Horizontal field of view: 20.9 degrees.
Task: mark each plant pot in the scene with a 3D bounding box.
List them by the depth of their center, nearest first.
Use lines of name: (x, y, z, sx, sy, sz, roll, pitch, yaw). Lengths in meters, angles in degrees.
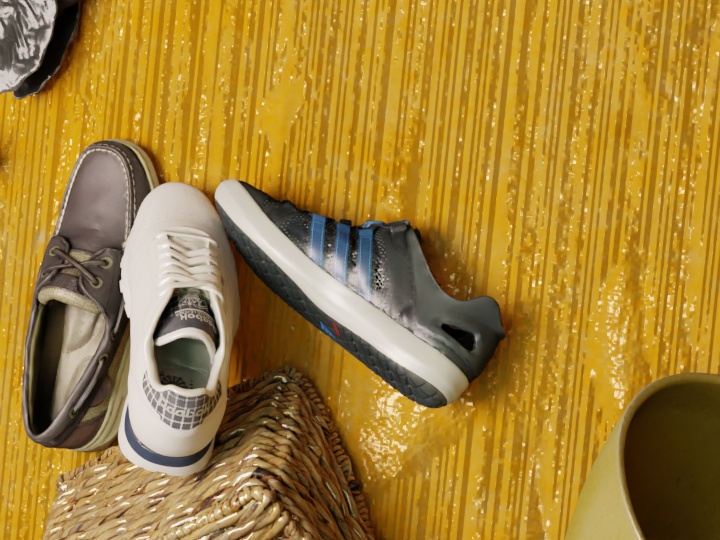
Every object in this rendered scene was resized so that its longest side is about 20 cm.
plant pot: (0.182, 0.177, 1.039, 0.200, 0.200, 0.142, 49, 130, 15)

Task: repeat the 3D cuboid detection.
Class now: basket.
basket: (-0.089, 0.178, 1.195, 0.199, 0.149, 0.143, -28, 112, 18)

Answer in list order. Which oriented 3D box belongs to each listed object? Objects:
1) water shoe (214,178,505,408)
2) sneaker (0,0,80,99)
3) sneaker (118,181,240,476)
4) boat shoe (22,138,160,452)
water shoe: (0.000, 0.000, 1.172, 0.200, 0.072, 0.079, 40, 75, 19)
sneaker: (-0.226, -0.220, 1.255, 0.104, 0.060, 0.201, -28, 83, 14)
sneaker: (-0.102, 0.019, 1.154, 0.076, 0.081, 0.201, 3, 52, -11)
boat shoe: (-0.170, 0.016, 1.226, 0.073, 0.065, 0.201, 6, 90, 23)
